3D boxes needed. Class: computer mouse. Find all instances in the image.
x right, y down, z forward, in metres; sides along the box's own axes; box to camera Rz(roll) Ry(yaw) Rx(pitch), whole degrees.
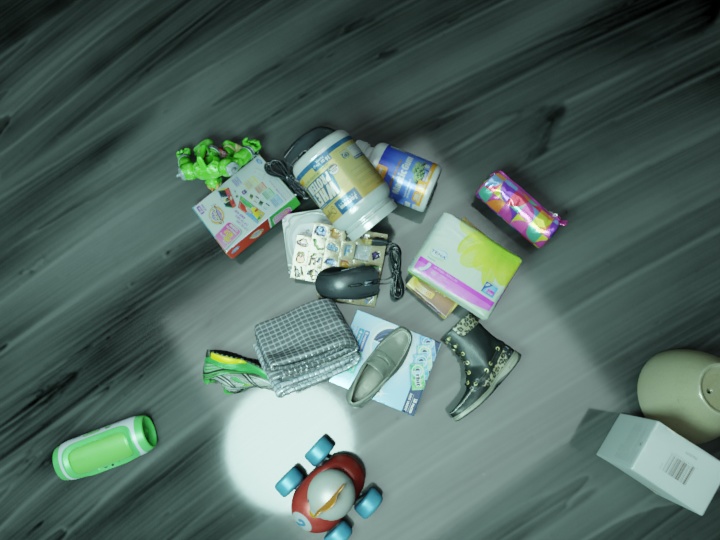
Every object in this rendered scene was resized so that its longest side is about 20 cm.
[{"bbox_3d":[0.000,0.000,1.354,0.199,0.046,0.141,1,102,-1],"label":"computer mouse"},{"bbox_3d":[-0.108,-0.262,1.398,0.138,0.053,0.200,36,62,8],"label":"computer mouse"}]

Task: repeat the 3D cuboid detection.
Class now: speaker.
[{"bbox_3d":[-0.547,0.380,1.332,0.199,0.088,0.089,-20,81,-1],"label":"speaker"}]

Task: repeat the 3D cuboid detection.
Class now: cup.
[{"bbox_3d":[0.693,0.248,1.260,0.199,0.143,0.201,1,73,-3],"label":"cup"}]

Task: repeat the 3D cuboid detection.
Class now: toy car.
[{"bbox_3d":[-0.070,0.458,1.243,0.177,0.200,0.184,-45,82,-5],"label":"toy car"}]

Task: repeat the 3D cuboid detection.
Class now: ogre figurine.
[{"bbox_3d":[-0.334,-0.247,1.397,0.199,0.098,0.120,12,40,1],"label":"ogre figurine"}]

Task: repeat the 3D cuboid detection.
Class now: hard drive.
[{"bbox_3d":[-0.073,-0.072,1.409,0.199,0.038,0.141,-8,81,0],"label":"hard drive"}]

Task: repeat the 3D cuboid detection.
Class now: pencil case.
[{"bbox_3d":[0.355,-0.140,1.380,0.200,0.088,0.088,39,84,7],"label":"pencil case"}]

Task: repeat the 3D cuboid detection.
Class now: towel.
[{"bbox_3d":[-0.118,0.152,1.300,0.199,0.086,0.166,-19,41,-14],"label":"towel"}]

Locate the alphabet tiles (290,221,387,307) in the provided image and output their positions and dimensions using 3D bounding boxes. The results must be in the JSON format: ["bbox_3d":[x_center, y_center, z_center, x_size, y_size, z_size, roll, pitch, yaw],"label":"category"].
[{"bbox_3d":[-0.051,-0.015,1.378,0.199,0.008,0.168,10,100,-2],"label":"alphabet tiles"}]

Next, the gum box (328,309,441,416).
[{"bbox_3d":[0.053,0.201,1.357,0.199,0.045,0.171,22,83,5],"label":"gum box"}]

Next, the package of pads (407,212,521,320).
[{"bbox_3d":[0.222,-0.013,1.317,0.199,0.068,0.155,32,84,5],"label":"package of pads"}]

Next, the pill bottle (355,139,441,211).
[{"bbox_3d":[0.071,-0.218,1.388,0.199,0.112,0.113,23,83,5],"label":"pill bottle"}]

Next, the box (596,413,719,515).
[{"bbox_3d":[0.589,0.375,1.230,0.152,0.200,0.107,32,85,6],"label":"box"}]

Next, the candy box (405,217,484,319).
[{"bbox_3d":[0.208,-0.004,1.378,0.117,0.056,0.200,40,86,7],"label":"candy box"}]

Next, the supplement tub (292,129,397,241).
[{"bbox_3d":[-0.030,-0.176,1.300,0.144,0.145,0.200,-39,93,-4],"label":"supplement tub"}]

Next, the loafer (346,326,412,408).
[{"bbox_3d":[0.042,0.203,1.299,0.070,0.070,0.200,34,84,7],"label":"loafer"}]

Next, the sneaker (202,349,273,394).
[{"bbox_3d":[-0.250,0.234,1.356,0.199,0.078,0.086,13,88,13],"label":"sneaker"}]

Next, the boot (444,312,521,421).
[{"bbox_3d":[0.227,0.206,1.337,0.154,0.074,0.204,44,79,10],"label":"boot"}]

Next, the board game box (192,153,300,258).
[{"bbox_3d":[-0.260,-0.147,1.409,0.200,0.040,0.153,-39,68,-4],"label":"board game box"}]
